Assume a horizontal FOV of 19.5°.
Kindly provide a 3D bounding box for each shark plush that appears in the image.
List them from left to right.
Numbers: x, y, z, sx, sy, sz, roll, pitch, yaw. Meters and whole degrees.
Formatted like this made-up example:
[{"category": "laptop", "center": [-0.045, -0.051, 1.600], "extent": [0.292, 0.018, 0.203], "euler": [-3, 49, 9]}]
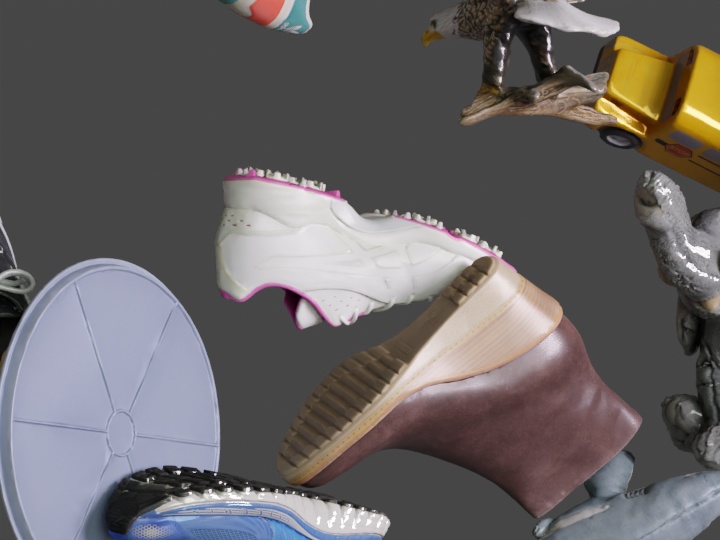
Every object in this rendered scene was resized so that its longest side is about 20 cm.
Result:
[{"category": "shark plush", "center": [0.141, 0.172, 1.321], "extent": [0.199, 0.083, 0.092], "euler": [-14, 89, -22]}]

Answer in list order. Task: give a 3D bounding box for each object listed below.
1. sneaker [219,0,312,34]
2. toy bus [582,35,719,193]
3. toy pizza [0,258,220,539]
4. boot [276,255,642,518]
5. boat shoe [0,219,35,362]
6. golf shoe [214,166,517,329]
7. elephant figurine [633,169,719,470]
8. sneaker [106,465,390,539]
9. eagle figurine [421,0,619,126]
[{"category": "sneaker", "center": [-0.039, -0.244, 1.346], "extent": [0.093, 0.070, 0.201], "euler": [30, 68, -33]}, {"category": "toy bus", "center": [0.252, -0.094, 1.419], "extent": [0.199, 0.078, 0.066], "euler": [25, 72, -16]}, {"category": "toy pizza", "center": [-0.149, 0.094, 1.209], "extent": [0.200, 0.032, 0.202], "euler": [9, 79, -57]}, {"category": "boot", "center": [0.065, 0.106, 1.311], "extent": [0.200, 0.072, 0.167], "euler": [-41, 116, 1]}, {"category": "boat shoe", "center": [-0.225, 0.020, 1.213], "extent": [0.073, 0.068, 0.201], "euler": [-13, 85, -23]}, {"category": "golf shoe", "center": [0.000, 0.000, 1.313], "extent": [0.199, 0.075, 0.092], "euler": [16, 87, -13]}, {"category": "elephant figurine", "center": [0.252, 0.017, 1.363], "extent": [0.140, 0.155, 0.202], "euler": [-15, 95, -3]}, {"category": "sneaker", "center": [-0.065, 0.168, 1.224], "extent": [0.199, 0.078, 0.090], "euler": [18, 83, -42]}, {"category": "eagle figurine", "center": [0.085, -0.191, 1.340], "extent": [0.150, 0.152, 0.202], "euler": [-13, 78, 14]}]
